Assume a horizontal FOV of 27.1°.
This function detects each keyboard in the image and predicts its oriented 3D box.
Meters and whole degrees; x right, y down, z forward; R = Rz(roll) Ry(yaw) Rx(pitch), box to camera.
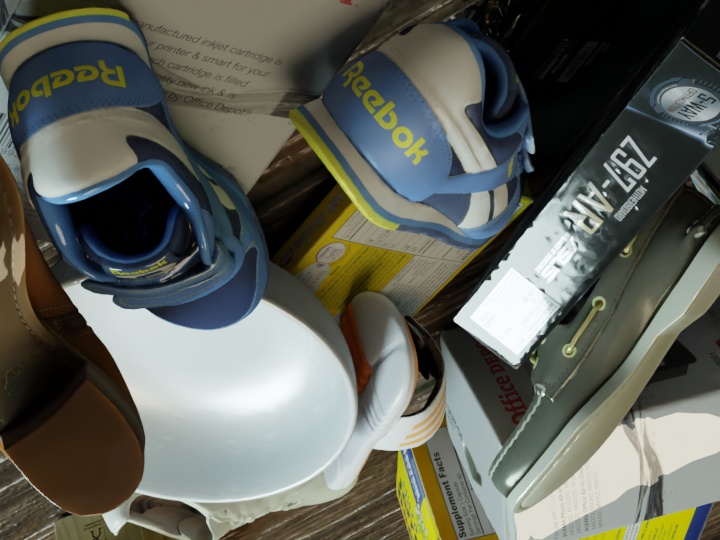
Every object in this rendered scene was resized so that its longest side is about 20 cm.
[{"bbox_3d":[0.093,-0.119,0.742,0.104,0.040,0.200,3,151,-21],"label":"keyboard"}]

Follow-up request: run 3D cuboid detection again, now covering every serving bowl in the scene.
[{"bbox_3d":[-0.098,0.046,0.832,0.200,0.066,0.200,4,138,4],"label":"serving bowl"}]

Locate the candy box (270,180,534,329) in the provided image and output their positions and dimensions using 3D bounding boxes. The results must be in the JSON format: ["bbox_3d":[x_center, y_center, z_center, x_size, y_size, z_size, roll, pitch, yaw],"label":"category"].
[{"bbox_3d":[0.000,0.000,0.858,0.102,0.026,0.200,8,142,-34],"label":"candy box"}]

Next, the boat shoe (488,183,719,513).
[{"bbox_3d":[0.131,0.042,0.817,0.202,0.060,0.072,-54,159,10],"label":"boat shoe"}]

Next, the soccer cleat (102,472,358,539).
[{"bbox_3d":[-0.086,0.146,0.983,0.200,0.078,0.069,8,137,-33],"label":"soccer cleat"}]

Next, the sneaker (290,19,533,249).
[{"bbox_3d":[0.045,-0.062,0.668,0.082,0.074,0.200,-44,167,14],"label":"sneaker"}]

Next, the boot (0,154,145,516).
[{"bbox_3d":[-0.155,0.004,0.612,0.077,0.155,0.200,-39,104,-9],"label":"boot"}]

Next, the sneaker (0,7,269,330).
[{"bbox_3d":[-0.088,-0.017,0.615,0.074,0.082,0.200,-23,147,6],"label":"sneaker"}]

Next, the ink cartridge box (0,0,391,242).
[{"bbox_3d":[-0.096,-0.103,0.640,0.145,0.084,0.200,11,136,-34],"label":"ink cartridge box"}]

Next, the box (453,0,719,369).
[{"bbox_3d":[0.138,-0.061,0.750,0.044,0.160,0.200,38,129,2],"label":"box"}]

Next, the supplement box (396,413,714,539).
[{"bbox_3d":[0.135,0.160,1.072,0.200,0.109,0.110,-11,144,-9],"label":"supplement box"}]

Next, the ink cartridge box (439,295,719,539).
[{"bbox_3d":[0.163,0.082,0.935,0.200,0.145,0.084,-13,118,-7],"label":"ink cartridge box"}]

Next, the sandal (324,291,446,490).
[{"bbox_3d":[0.017,0.072,0.889,0.059,0.079,0.207,-6,157,-15],"label":"sandal"}]

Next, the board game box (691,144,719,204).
[{"bbox_3d":[0.264,-0.008,0.867,0.064,0.148,0.200,-35,142,6],"label":"board game box"}]

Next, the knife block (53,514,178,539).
[{"bbox_3d":[-0.149,0.251,1.012,0.064,0.176,0.200,-21,145,5],"label":"knife block"}]
